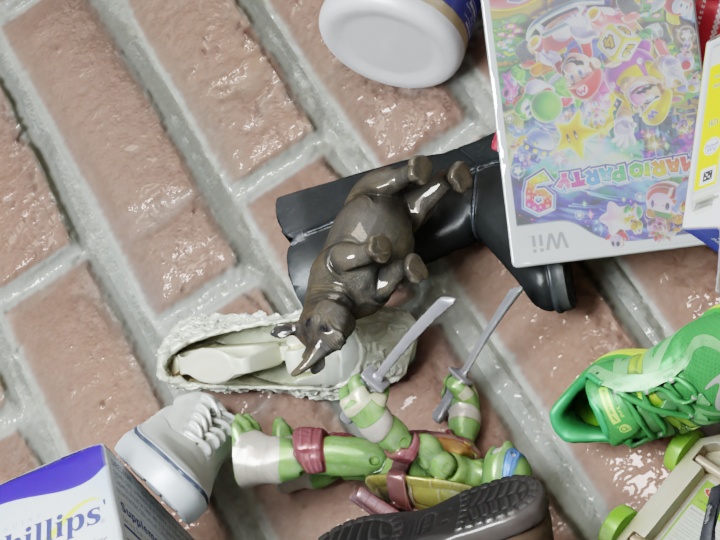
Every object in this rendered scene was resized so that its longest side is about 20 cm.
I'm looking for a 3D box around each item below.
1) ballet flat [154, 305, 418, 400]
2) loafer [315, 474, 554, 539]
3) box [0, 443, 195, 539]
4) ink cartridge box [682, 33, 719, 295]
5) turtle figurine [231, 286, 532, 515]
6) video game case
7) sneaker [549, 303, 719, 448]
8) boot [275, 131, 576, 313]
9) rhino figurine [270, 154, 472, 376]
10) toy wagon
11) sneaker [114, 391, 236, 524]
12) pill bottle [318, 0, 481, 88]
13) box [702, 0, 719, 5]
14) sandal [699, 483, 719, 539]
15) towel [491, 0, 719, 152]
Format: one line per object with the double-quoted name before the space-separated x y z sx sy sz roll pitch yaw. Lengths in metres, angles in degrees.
"ballet flat" -0.057 0.063 1.505 0.199 0.072 0.072 -5 57 22
"loafer" 0.036 0.194 1.345 0.199 0.071 0.073 -19 20 26
"box" -0.156 0.247 1.358 0.104 0.184 0.201 -22 53 8
"ink cartridge box" 0.288 -0.024 1.362 0.047 0.197 0.201 -20 47 47
"turtle figurine" 0.018 0.088 1.422 0.193 0.201 0.144 -7 23 22
"video game case" 0.161 -0.110 1.430 0.142 0.018 0.202 -7 89 9
"sneaker" 0.191 0.079 1.345 0.083 0.200 0.074 -31 90 -31
"boot" 0.045 -0.013 1.518 0.199 0.066 0.166 -16 49 8
"rhino figurine" 0.000 0.000 1.434 0.087 0.060 0.201 -21 31 48
"toy wagon" 0.254 0.160 1.348 0.155 0.040 0.200 33 74 33
"sneaker" -0.118 0.115 1.432 0.071 0.200 0.073 -45 99 -1
"pill bottle" 0.048 -0.251 1.638 0.115 0.116 0.201 6 61 24
"box" 0.260 -0.209 1.508 0.199 0.152 0.107 4 60 23
"sandal" 0.217 0.178 1.276 0.043 0.076 0.201 8 62 23
"towel" 0.202 -0.123 1.463 0.199 0.022 0.146 15 107 3
